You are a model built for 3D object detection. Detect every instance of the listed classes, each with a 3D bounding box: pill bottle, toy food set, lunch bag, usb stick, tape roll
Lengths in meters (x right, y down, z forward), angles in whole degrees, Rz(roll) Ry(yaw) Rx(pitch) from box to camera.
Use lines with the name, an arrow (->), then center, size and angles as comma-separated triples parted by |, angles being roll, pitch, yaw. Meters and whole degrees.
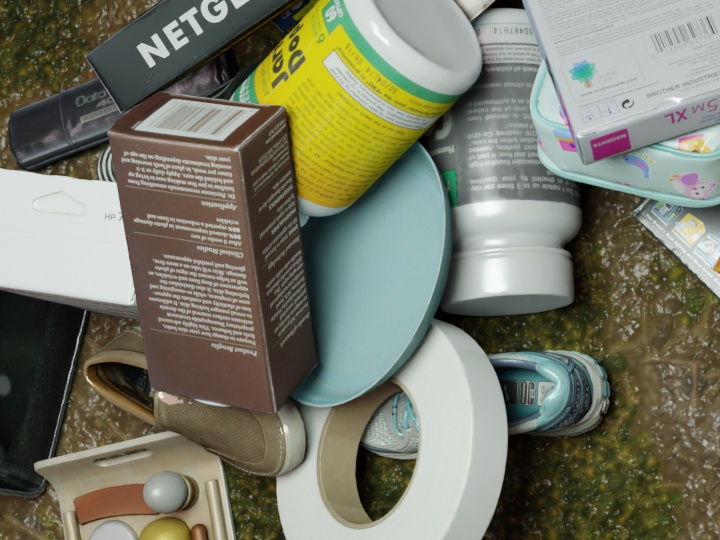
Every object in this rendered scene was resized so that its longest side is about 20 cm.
pill bottle -> -0.021, -0.108, 1.310 | 0.200, 0.113, 0.113 | -43, 68, 32
toy food set -> -0.166, 0.228, 1.453 | 0.143, 0.060, 0.201 | -15, 76, 18
lunch bag -> 0.204, -0.144, 1.297 | 0.160, 0.077, 0.200 | 12, 60, 24
pill bottle -> 0.098, -0.074, 1.368 | 0.113, 0.113, 0.201 | -7, 79, 20
usb stick -> -0.190, -0.131, 1.533 | 0.200, 0.033, 0.056 | -19, 69, 18
tape roll -> 0.018, 0.126, 1.333 | 0.203, 0.037, 0.203 | -19, 63, 45

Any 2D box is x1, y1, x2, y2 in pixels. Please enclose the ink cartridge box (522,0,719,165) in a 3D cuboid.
ink cartridge box -> 0.170, -0.169, 1.250 | 0.119, 0.042, 0.200 | -17, 57, 3

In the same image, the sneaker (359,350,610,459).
sneaker -> 0.069, 0.086, 1.367 | 0.200, 0.086, 0.078 | -11, 79, 23

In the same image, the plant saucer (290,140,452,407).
plant saucer -> 0.000, 0.000, 1.351 | 0.200, 0.027, 0.201 | -27, 54, 44

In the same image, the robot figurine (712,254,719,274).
robot figurine -> 0.318, -0.062, 1.236 | 0.145, 0.058, 0.200 | 25, 100, -17

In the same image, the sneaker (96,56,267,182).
sneaker -> -0.114, -0.108, 1.445 | 0.115, 0.200, 0.076 | -3, 109, 50

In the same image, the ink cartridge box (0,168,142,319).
ink cartridge box -> -0.172, -0.011, 1.415 | 0.146, 0.200, 0.086 | 8, 86, 24

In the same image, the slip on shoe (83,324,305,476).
slip on shoe -> -0.122, 0.096, 1.403 | 0.200, 0.061, 0.076 | 31, 125, 38

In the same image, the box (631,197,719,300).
box -> 0.309, -0.028, 1.316 | 0.160, 0.044, 0.200 | -47, 69, 9

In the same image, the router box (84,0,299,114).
router box -> -0.077, -0.190, 1.321 | 0.200, 0.149, 0.051 | -32, 97, 19

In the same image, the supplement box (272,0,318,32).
supplement box -> -0.020, -0.291, 1.415 | 0.200, 0.109, 0.110 | -38, 27, 19

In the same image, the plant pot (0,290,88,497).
plant pot -> -0.348, 0.049, 1.489 | 0.177, 0.199, 0.200 | 12, 87, 34

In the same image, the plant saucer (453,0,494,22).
plant saucer -> 0.057, -0.233, 1.387 | 0.200, 0.032, 0.200 | -34, 31, 24

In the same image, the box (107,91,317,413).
box -> -0.094, -0.012, 1.286 | 0.100, 0.075, 0.200 | 9, 121, 24
